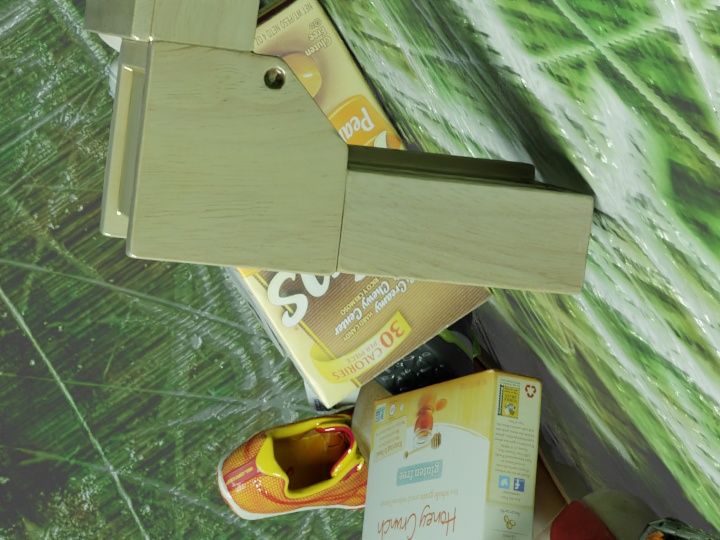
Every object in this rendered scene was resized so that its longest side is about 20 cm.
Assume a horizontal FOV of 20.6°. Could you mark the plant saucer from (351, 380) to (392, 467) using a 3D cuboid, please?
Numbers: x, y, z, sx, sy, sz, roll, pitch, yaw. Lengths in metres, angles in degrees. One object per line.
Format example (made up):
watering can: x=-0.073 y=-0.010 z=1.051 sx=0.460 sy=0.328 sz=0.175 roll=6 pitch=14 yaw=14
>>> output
plant saucer: x=0.044 y=0.155 z=1.294 sx=0.201 sy=0.035 sz=0.200 roll=60 pitch=173 yaw=11

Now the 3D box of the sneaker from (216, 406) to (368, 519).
sneaker: x=-0.010 y=0.131 z=1.386 sx=0.199 sy=0.077 sz=0.073 roll=-14 pitch=-102 yaw=-49

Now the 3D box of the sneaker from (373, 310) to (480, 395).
sneaker: x=0.000 y=0.000 z=1.198 sx=0.200 sy=0.071 sz=0.083 roll=47 pitch=-141 yaw=-26

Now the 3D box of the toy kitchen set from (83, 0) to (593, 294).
toy kitchen set: x=-0.011 y=-0.107 z=0.783 sx=0.163 sy=0.179 sz=0.202 roll=-152 pitch=68 yaw=-73

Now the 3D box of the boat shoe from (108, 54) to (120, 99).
boat shoe: x=-0.121 y=-0.072 z=1.292 sx=0.072 sy=0.069 sz=0.200 roll=43 pitch=177 yaw=25

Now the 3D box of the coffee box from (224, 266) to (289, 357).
coffee box: x=-0.043 y=-0.040 z=1.273 sx=0.080 sy=0.113 sz=0.200 roll=53 pitch=173 yaw=27

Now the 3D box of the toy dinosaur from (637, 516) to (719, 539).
toy dinosaur: x=0.126 y=0.183 z=0.962 sx=0.101 sy=0.137 sz=0.200 roll=15 pitch=178 yaw=-16

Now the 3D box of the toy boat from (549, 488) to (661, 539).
toy boat: x=0.134 y=0.219 z=1.089 sx=0.131 sy=0.130 sz=0.200 roll=53 pitch=174 yaw=32

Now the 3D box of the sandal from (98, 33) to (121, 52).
sandal: x=-0.147 y=-0.166 z=1.362 sx=0.079 sy=0.059 sz=0.207 roll=52 pitch=172 yaw=36

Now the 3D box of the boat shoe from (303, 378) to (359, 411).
boat shoe: x=-0.015 y=-0.001 z=1.412 sx=0.072 sy=0.065 sz=0.202 roll=69 pitch=-166 yaw=-66

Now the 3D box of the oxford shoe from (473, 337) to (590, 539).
oxford shoe: x=0.081 y=0.109 z=1.274 sx=0.201 sy=0.071 sz=0.071 roll=57 pitch=177 yaw=12

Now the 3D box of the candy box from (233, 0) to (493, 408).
candy box: x=-0.027 y=-0.040 z=1.093 sx=0.201 sy=0.115 sz=0.055 roll=58 pitch=176 yaw=-14

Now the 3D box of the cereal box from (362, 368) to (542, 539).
cereal box: x=0.045 y=0.165 z=1.123 sx=0.144 sy=0.039 sz=0.202 roll=-23 pitch=58 yaw=59
